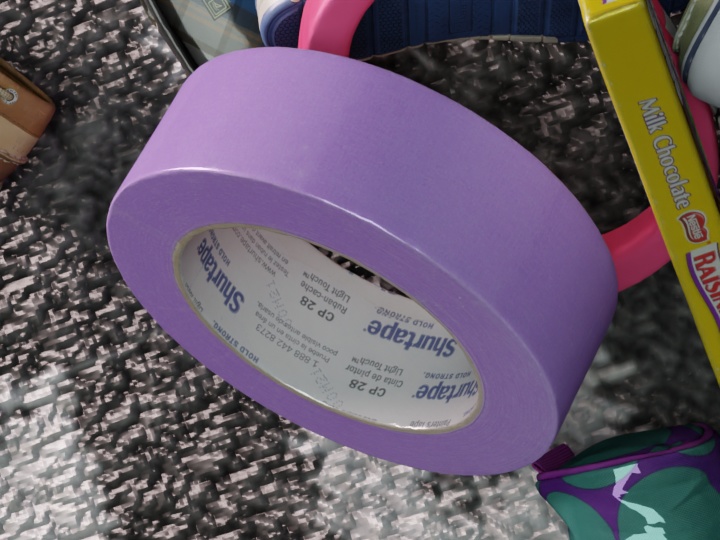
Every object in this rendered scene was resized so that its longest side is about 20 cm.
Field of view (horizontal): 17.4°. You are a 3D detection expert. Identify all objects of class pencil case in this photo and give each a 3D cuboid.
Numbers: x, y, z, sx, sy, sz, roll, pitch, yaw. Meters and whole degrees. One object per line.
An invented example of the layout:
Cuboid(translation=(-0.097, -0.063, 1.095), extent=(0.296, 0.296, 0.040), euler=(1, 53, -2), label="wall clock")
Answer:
Cuboid(translation=(0.139, 0.166, 0.997), extent=(0.092, 0.085, 0.200), euler=(-15, 93, 56), label="pencil case")

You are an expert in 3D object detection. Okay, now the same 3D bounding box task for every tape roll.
Cuboid(translation=(0.000, 0.000, 0.951), extent=(0.200, 0.200, 0.066), euler=(24, 62, 8), label="tape roll")

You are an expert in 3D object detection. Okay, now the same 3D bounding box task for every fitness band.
Cuboid(translation=(0.062, -0.065, 0.962), extent=(0.144, 0.037, 0.200), euler=(-29, 124, 17), label="fitness band")

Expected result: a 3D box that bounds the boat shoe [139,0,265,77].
Cuboid(translation=(-0.041, -0.088, 1.016), extent=(0.070, 0.066, 0.200), euler=(-32, 89, 14), label="boat shoe")

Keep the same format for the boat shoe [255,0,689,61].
Cuboid(translation=(0.053, -0.140, 0.981), extent=(0.200, 0.072, 0.072), euler=(-6, 62, -7), label="boat shoe")

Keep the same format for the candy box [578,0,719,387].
Cuboid(translation=(0.116, -0.048, 0.892), extent=(0.026, 0.102, 0.200), euler=(-20, 128, 7), label="candy box")

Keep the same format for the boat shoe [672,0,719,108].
Cuboid(translation=(0.164, -0.158, 0.945), extent=(0.062, 0.072, 0.200), euler=(23, 73, 11), label="boat shoe")

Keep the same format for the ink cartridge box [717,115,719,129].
Cuboid(translation=(0.240, 0.012, 0.958), extent=(0.144, 0.084, 0.200), euler=(-15, 94, 12), label="ink cartridge box")

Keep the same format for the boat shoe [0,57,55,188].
Cuboid(translation=(-0.216, -0.120, 1.052), extent=(0.074, 0.076, 0.200), euler=(-42, 95, 8), label="boat shoe")
